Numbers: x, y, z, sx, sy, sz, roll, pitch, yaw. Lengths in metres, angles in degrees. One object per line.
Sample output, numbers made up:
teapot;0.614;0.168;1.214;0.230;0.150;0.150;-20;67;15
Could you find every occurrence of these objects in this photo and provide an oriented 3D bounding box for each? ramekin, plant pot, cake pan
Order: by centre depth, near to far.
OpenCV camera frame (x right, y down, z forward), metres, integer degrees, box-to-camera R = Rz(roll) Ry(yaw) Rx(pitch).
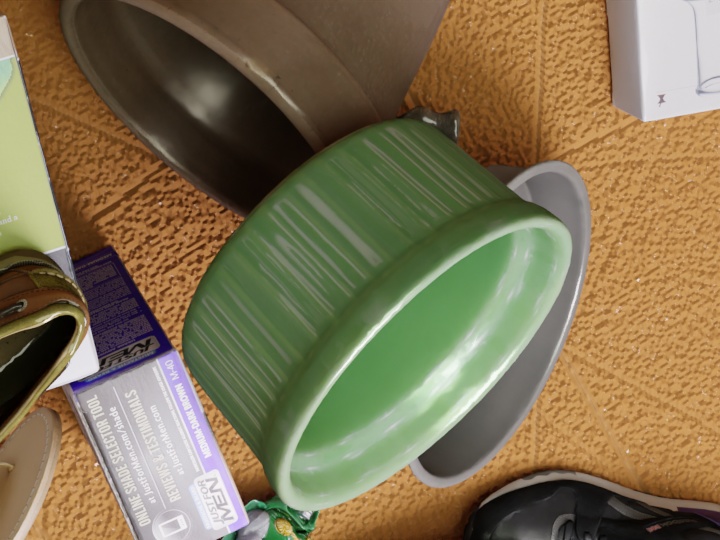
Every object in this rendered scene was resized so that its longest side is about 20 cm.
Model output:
ramekin;0.003;0.018;1.503;0.200;0.098;0.200;-38;158;-18
plant pot;-0.033;-0.142;1.597;0.200;0.200;0.175;49;69;-24
cake pan;0.067;0.026;1.688;0.200;0.037;0.201;-43;146;-39

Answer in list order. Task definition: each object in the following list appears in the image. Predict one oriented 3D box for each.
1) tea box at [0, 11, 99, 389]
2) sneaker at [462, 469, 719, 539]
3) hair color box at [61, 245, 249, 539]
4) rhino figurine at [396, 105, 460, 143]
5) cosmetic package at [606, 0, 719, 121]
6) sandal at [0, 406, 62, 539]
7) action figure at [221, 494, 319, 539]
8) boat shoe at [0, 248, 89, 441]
tea box;-0.239;-0.042;1.529;0.133;0.200;0.197;-17;108;-14
sneaker;0.163;0.171;1.790;0.199;0.088;0.076;4;103;-20
hair color box;-0.125;0.070;1.597;0.065;0.200;0.110;-24;111;-5
rhino figurine;0.000;0.000;1.700;0.087;0.060;0.201;9;103;-3
cosmetic package;0.244;-0.180;1.746;0.199;0.052;0.151;-11;110;-17
sandal;-0.248;0.159;1.647;0.070;0.078;0.212;28;99;-30
action figure;-0.064;0.209;1.707;0.118;0.055;0.200;40;60;-42
boat shoe;-0.214;0.071;1.422;0.200;0.068;0.072;-46;118;1
